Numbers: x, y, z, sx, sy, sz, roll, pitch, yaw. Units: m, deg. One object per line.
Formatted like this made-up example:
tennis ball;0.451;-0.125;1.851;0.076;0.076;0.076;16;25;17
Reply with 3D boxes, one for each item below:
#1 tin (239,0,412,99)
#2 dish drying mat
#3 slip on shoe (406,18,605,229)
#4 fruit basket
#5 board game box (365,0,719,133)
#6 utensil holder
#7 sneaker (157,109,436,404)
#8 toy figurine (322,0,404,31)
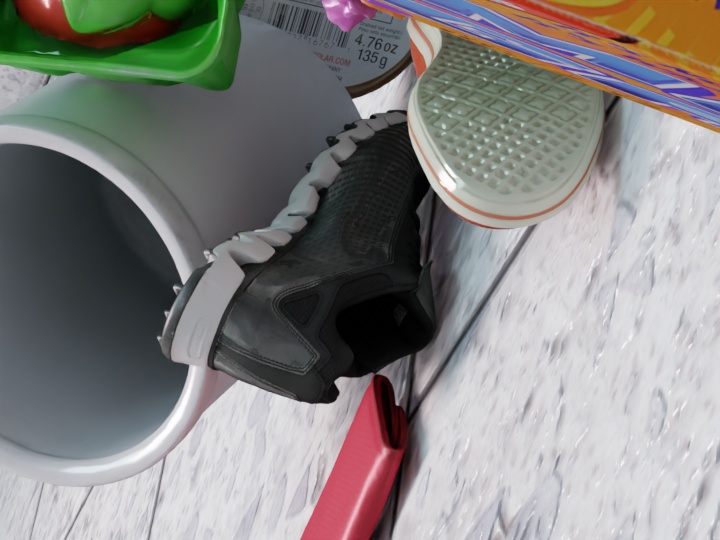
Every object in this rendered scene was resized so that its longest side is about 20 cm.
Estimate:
tin;-0.003;-0.175;1.362;0.042;0.111;0.201;-112;36;-59
dish drying mat;-0.023;0.146;1.184;0.077;0.018;0.201;-98;29;-68
slip on shoe;0.051;-0.055;1.056;0.200;0.074;0.062;-100;9;-67
fruit basket;-0.098;-0.181;1.158;0.215;0.154;0.217;6;-90;-75
board game box;0.107;-0.122;0.525;0.200;0.199;0.201;-143;73;-79
utensil holder;-0.101;-0.016;1.298;0.200;0.169;0.171;-40;-21;-58
sneaker;0.000;0.000;1.191;0.200;0.090;0.067;-44;-22;-51
toy figurine;0.026;-0.154;1.068;0.184;0.149;0.201;142;143;-62
